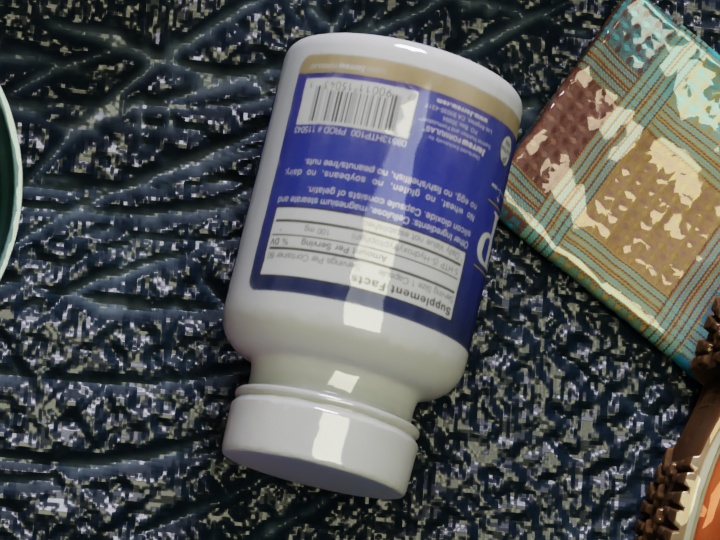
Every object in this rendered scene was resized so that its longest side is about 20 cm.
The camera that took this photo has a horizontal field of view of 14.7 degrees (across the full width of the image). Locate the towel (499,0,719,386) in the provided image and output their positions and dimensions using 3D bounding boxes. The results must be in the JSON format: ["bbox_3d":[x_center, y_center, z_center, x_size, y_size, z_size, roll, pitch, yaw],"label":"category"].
[{"bbox_3d":[0.177,-0.029,1.418,0.200,0.022,0.147,38,74,-5],"label":"towel"}]

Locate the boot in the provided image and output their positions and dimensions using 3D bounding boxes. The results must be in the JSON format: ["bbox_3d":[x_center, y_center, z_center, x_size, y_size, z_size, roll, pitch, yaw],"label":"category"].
[{"bbox_3d":[0.200,0.104,1.364,0.107,0.075,0.201,23,88,-8],"label":"boot"}]

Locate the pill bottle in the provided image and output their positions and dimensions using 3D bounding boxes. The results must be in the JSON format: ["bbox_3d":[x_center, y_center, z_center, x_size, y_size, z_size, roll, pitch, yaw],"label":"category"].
[{"bbox_3d":[0.000,0.000,1.320,0.119,0.120,0.201,16,79,-11],"label":"pill bottle"}]

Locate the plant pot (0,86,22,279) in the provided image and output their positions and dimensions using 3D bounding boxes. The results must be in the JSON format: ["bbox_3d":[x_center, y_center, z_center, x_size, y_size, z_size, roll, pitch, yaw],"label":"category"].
[{"bbox_3d":[-0.259,-0.030,1.254,0.199,0.134,0.201,2,82,-14],"label":"plant pot"}]
